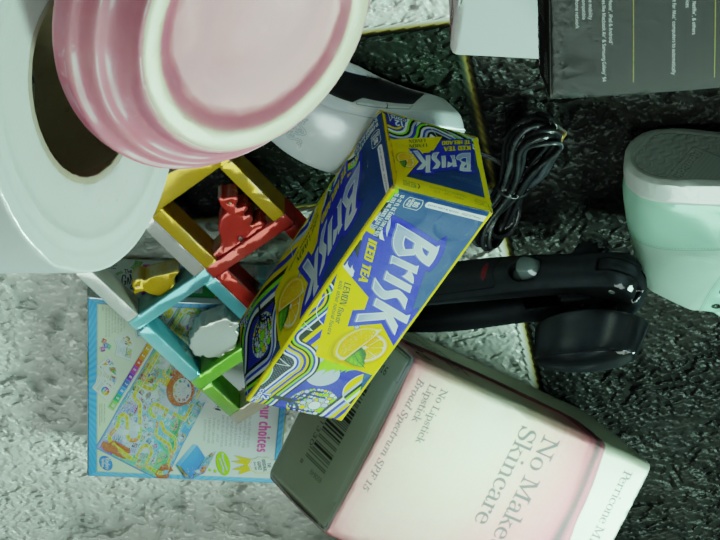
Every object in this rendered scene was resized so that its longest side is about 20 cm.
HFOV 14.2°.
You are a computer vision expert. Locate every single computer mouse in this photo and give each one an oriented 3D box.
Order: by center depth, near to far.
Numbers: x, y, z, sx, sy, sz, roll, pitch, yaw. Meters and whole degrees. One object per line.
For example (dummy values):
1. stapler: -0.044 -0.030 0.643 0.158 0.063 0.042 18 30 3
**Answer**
1. computer mouse: 0.021 -0.072 1.707 0.199 0.044 0.110 16 140 -19

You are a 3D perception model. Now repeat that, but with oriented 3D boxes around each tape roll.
1. tape roll: -0.175 -0.099 1.542 0.070 0.203 0.203 -1 145 27

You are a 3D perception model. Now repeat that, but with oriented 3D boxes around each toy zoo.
1. toy zoo: -0.091 -0.002 1.778 0.131 0.021 0.200 -33 121 21

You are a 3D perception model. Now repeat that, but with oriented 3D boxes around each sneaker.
1. sneaker: 0.257 -0.022 1.737 0.199 0.074 0.119 8 137 12

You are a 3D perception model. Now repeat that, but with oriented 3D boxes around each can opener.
1. can opener: 0.091 0.015 1.786 0.199 0.079 0.064 3 140 35

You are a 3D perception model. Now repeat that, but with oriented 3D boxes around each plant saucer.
1. plant saucer: -0.067 -0.141 1.521 0.200 0.051 0.202 -23 129 -30

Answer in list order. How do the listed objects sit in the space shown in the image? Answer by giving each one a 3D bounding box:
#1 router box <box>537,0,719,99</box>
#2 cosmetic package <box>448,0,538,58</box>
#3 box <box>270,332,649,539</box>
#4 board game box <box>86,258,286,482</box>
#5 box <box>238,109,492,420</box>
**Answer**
1. router box: 0.163 -0.192 1.466 0.148 0.051 0.201 -3 112 -3
2. cosmetic package: 0.150 -0.169 1.559 0.198 0.074 0.102 5 137 -4
3. box: 0.064 0.129 1.870 0.199 0.109 0.129 24 96 -27
4. board game box: -0.113 0.068 1.895 0.133 0.034 0.201 3 142 -4
5. box: 0.000 0.000 1.707 0.070 0.065 0.200 13 133 -24
